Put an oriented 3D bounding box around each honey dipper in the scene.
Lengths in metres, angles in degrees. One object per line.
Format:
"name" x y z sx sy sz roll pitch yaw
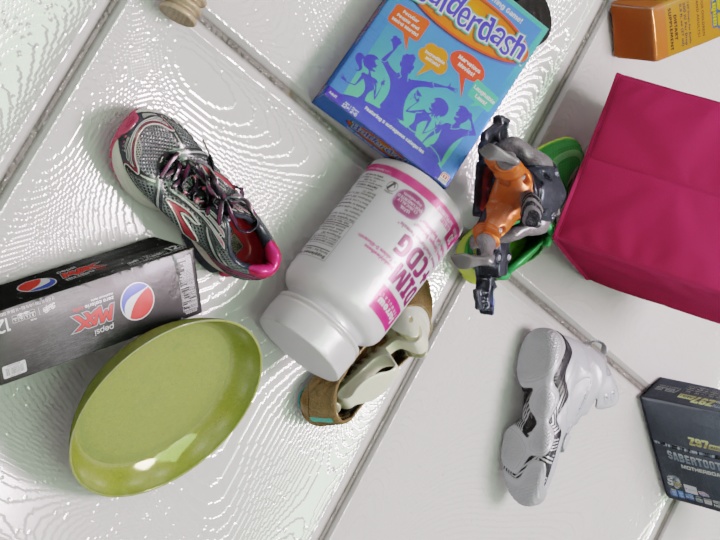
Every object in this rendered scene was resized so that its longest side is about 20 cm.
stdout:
"honey dipper" -0.119 -0.310 1.278 0.038 0.038 0.201 33 77 -38

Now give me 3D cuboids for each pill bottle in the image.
"pill bottle" 0.000 0.000 1.386 0.200 0.113 0.113 -52 126 -17

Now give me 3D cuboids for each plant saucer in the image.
"plant saucer" -0.177 0.116 1.283 0.200 0.031 0.200 -29 143 -24

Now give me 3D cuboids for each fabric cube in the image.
"fabric cube" 0.349 -0.070 1.551 0.201 0.199 0.196 -68 156 -5

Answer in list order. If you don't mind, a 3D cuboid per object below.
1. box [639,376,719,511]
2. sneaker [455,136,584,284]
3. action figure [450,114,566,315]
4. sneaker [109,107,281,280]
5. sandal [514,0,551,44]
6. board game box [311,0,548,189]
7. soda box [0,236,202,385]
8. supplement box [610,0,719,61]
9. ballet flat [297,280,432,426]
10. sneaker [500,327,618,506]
"box" 0.441 0.219 1.724 0.051 0.200 0.158 -36 120 -34
"sneaker" 0.186 -0.057 1.540 0.200 0.083 0.074 -51 125 -19
"action figure" 0.152 -0.045 1.404 0.193 0.104 0.201 -24 118 -64
"sneaker" -0.141 -0.068 1.286 0.200 0.075 0.081 47 71 -34
"sandal" 0.134 -0.231 1.486 0.200 0.045 0.075 -34 119 -28
"board game box" 0.070 -0.200 1.407 0.152 0.045 0.200 35 75 -11
"soda box" -0.238 0.031 1.232 0.200 0.071 0.064 -19 111 -34
"supplement box" 0.376 -0.297 1.651 0.200 0.069 0.067 -26 117 -34
"ballet flat" 0.022 0.084 1.448 0.200 0.072 0.068 -43 123 -23
"sneaker" 0.228 0.167 1.625 0.115 0.075 0.201 6 93 -36
